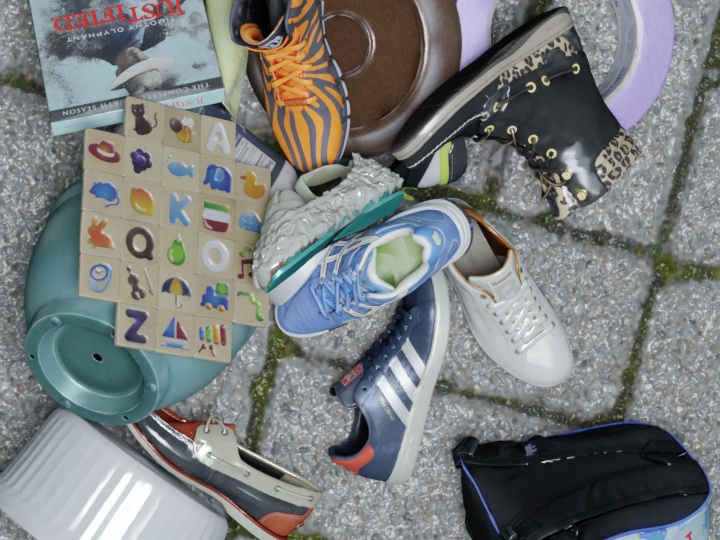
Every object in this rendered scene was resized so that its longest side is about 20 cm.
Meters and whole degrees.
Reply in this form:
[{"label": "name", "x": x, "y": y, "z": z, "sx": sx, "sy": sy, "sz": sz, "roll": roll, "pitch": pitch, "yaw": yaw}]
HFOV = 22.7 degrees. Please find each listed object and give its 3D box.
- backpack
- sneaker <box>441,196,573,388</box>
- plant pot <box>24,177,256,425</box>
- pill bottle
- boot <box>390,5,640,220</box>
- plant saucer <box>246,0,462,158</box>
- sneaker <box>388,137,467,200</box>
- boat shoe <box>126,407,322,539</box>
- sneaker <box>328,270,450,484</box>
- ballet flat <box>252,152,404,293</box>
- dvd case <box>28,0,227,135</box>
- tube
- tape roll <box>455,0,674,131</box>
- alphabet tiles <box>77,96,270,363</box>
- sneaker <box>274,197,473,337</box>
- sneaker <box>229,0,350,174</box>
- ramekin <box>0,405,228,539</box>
[{"label": "backpack", "x": 0.201, "y": 0.226, "z": 1.573, "sx": 0.198, "sy": 0.183, "sz": 0.148, "roll": -14, "pitch": 121, "yaw": -10}, {"label": "sneaker", "x": 0.124, "y": 0.027, "z": 1.583, "sx": 0.073, "sy": 0.085, "sz": 0.201, "roll": -39, "pitch": 101, "yaw": -4}, {"label": "plant pot", "x": -0.193, "y": 0.039, "z": 1.464, "sx": 0.198, "sy": 0.135, "sz": 0.202, "roll": 13, "pitch": 133, "yaw": 14}, {"label": "pill bottle", "x": -0.122, "y": -0.065, "z": 1.519, "sx": 0.199, "sy": 0.120, "sz": 0.120, "roll": 38, "pitch": 90, "yaw": -11}, {"label": "boot", "x": 0.134, "y": -0.108, "z": 1.498, "sx": 0.200, "sy": 0.073, "sz": 0.151, "roll": -40, "pitch": 104, "yaw": -23}, {"label": "plant saucer", "x": -0.013, "y": -0.193, "z": 1.524, "sx": 0.198, "sy": 0.032, "sz": 0.202, "roll": 3, "pitch": 102, "yaw": 16}, {"label": "sneaker", "x": 0.037, "y": -0.161, "z": 1.555, "sx": 0.082, "sy": 0.072, "sz": 0.202, "roll": -12, "pitch": 98, "yaw": -5}, {"label": "boat shoe", "x": -0.124, "y": 0.161, "z": 1.567, "sx": 0.200, "sy": 0.071, "sz": 0.063, "roll": 40, "pitch": 102, "yaw": -15}, {"label": "sneaker", "x": 0.021, "y": 0.087, "z": 1.579, "sx": 0.084, "sy": 0.075, "sz": 0.202, "roll": 11, "pitch": 95, "yaw": -13}, {"label": "ballet flat", "x": -0.039, "y": -0.044, "z": 1.457, "sx": 0.071, "sy": 0.200, "sz": 0.072, "roll": 14, "pitch": 118, "yaw": 29}, {"label": "dvd case", "x": -0.198, "y": -0.209, "z": 1.482, "sx": 0.144, "sy": 0.022, "sz": 0.202, "roll": -11, "pitch": 60, "yaw": -6}, {"label": "tube", "x": -0.112, "y": -0.232, "z": 1.515, "sx": 0.058, "sy": 0.052, "sz": 0.202, "roll": 3, "pitch": 83, "yaw": -45}, {"label": "tape roll", "x": 0.171, "y": -0.205, "z": 1.572, "sx": 0.198, "sy": 0.066, "sz": 0.202, "roll": -1, "pitch": 97, "yaw": -9}, {"label": "alphabet tiles", "x": -0.143, "y": -0.032, "z": 1.407, "sx": 0.165, "sy": 0.006, "sz": 0.202, "roll": 10, "pitch": 71, "yaw": -31}, {"label": "sneaker", "x": 0.000, "y": 0.000, "z": 1.538, "sx": 0.199, "sy": 0.077, "sz": 0.076, "roll": -32, "pitch": 91, "yaw": 26}, {"label": "sneaker", "x": -0.066, "y": -0.171, "z": 1.468, "sx": 0.077, "sy": 0.112, "sz": 0.202, "roll": -8, "pitch": 101, "yaw": 19}, {"label": "ramekin", "x": -0.206, "y": 0.200, "z": 1.502, "sx": 0.200, "sy": 0.200, "sz": 0.098, "roll": 36, "pitch": 83, "yaw": -10}]
